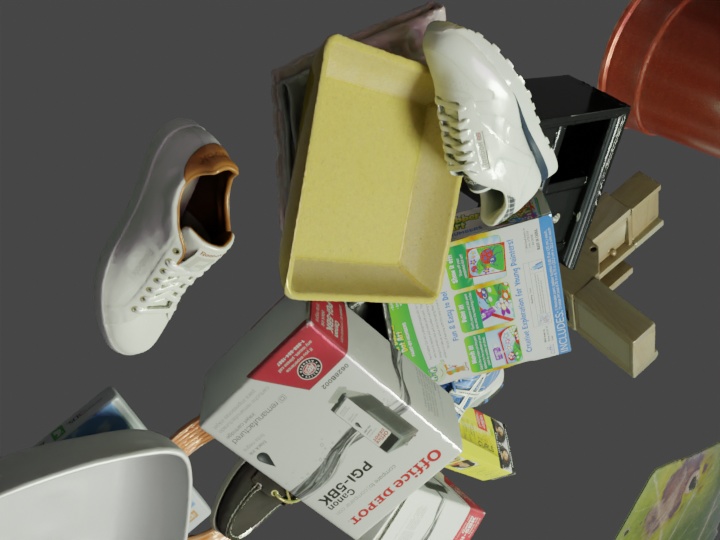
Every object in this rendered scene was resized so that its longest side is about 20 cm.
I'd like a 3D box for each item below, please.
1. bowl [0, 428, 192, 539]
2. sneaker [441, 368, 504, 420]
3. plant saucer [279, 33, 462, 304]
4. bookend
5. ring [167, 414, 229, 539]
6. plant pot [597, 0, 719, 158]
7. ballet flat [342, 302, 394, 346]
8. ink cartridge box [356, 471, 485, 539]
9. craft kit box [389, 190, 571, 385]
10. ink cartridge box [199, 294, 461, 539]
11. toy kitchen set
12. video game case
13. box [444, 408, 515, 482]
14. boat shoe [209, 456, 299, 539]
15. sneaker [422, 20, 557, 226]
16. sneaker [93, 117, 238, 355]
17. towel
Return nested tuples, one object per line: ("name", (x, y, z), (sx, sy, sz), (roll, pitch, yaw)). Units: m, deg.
("bowl", (-0.242, 0.219, 0.773), (0.197, 0.074, 0.203), (-8, 122, -37))
("sneaker", (0.096, 0.139, 1.103), (0.199, 0.075, 0.078), (-39, 142, -36))
("plant saucer", (0.008, -0.077, 0.800), (0.198, 0.048, 0.204), (4, 98, -48))
("bookend", (0.166, -0.092, 1.007), (0.198, 0.092, 0.202), (-13, 128, -40))
("ring", (-0.154, 0.214, 0.961), (0.199, 0.019, 0.203), (-27, 136, -30))
("plant pot", (0.411, -0.220, 1.088), (0.199, 0.194, 0.203), (-28, 136, -30))
("ballet flat", (0.000, 0.000, 0.875), (0.066, 0.057, 0.202), (-32, 132, -16))
("ink cartridge box", (0.035, 0.254, 1.091), (0.083, 0.146, 0.199), (-54, 144, 1))
("craft kit box", (0.111, 0.030, 0.987), (0.194, 0.049, 0.202), (-16, 131, 2))
("ink cartridge box", (-0.025, 0.129, 0.866), (0.199, 0.083, 0.147), (40, 108, -22))
("toy kitchen set", (0.354, 0.024, 1.230), (0.199, 0.180, 0.164), (-38, 142, -13))
("video game case", (-0.245, 0.222, 0.843), (0.181, 0.022, 0.201), (-39, 135, -15))
("box", (0.135, 0.218, 1.225), (0.049, 0.076, 0.199), (-21, 150, 25))
("boat shoe", (-0.073, 0.198, 0.969), (0.202, 0.060, 0.072), (-51, 143, -4))
("sneaker", (0.100, -0.122, 0.805), (0.080, 0.076, 0.200), (-44, 128, -6))
("sneaker", (-0.149, -0.009, 0.736), (0.072, 0.084, 0.203), (-4, 123, -47))
("towel", (0.005, -0.120, 0.860), (0.189, 0.032, 0.202), (-29, 138, -30))
